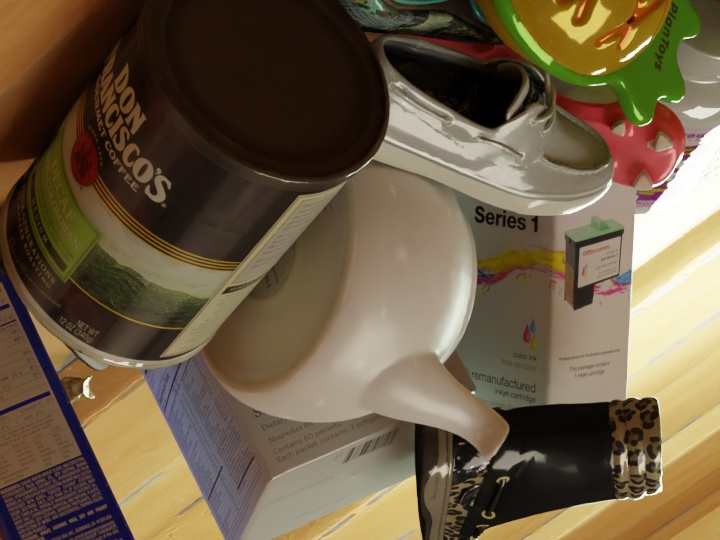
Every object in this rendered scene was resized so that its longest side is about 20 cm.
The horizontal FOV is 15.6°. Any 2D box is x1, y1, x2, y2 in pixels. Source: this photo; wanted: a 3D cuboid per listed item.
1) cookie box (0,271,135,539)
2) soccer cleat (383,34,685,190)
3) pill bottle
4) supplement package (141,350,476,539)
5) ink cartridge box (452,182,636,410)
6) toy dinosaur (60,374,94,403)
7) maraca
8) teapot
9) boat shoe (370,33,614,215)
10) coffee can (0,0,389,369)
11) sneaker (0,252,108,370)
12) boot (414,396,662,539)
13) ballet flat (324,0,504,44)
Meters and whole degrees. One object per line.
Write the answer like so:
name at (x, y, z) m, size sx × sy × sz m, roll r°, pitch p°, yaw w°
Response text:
cookie box at (-0.220, 0.128, 1.678) m, size 0.075 × 0.201 × 0.171 m, roll -21°, pitch 160°, yaw -18°
soccer cleat at (0.106, -0.110, 1.608) m, size 0.077 × 0.199 × 0.067 m, roll -75°, pitch -170°, yaw -67°
pill bottle at (0.205, -0.127, 1.767) m, size 0.112 × 0.113 × 0.200 m, roll -21°, pitch 161°, yaw -22°
supplement package at (-0.050, 0.046, 1.706) m, size 0.151 × 0.201 × 0.151 m, roll -22°, pitch 162°, yaw -21°
ink cartridge box at (0.102, -0.002, 1.742) m, size 0.084 × 0.201 × 0.144 m, roll -7°, pitch -168°, yaw -43°
toy dinosaur at (-0.252, 0.134, 1.786) m, size 0.200 × 0.106 × 0.061 m, roll -62°, pitch 146°, yaw -32°
maraca at (0.131, -0.166, 1.489) m, size 0.107 × 0.138 × 0.200 m, roll 0°, pitch 155°, yaw 44°
teapot at (0.000, 0.000, 1.570) m, size 0.146 × 0.201 × 0.197 m, roll 11°, pitch 175°, yaw -37°
boat shoe at (0.075, -0.086, 1.503) m, size 0.200 × 0.070 × 0.072 m, roll 14°, pitch 140°, yaw -31°
coffee can at (-0.094, -0.057, 1.448) m, size 0.146 × 0.147 × 0.200 m, roll -14°, pitch 157°, yaw -39°
sneaker at (-0.163, 0.001, 1.638) m, size 0.088 × 0.077 × 0.200 m, roll -38°, pitch 165°, yaw -2°
boot at (0.112, 0.132, 1.653) m, size 0.153 × 0.074 × 0.204 m, roll -4°, pitch 158°, yaw 3°
ballet flat at (0.036, -0.163, 1.511) m, size 0.074 × 0.074 × 0.200 m, roll -38°, pitch 157°, yaw 27°
